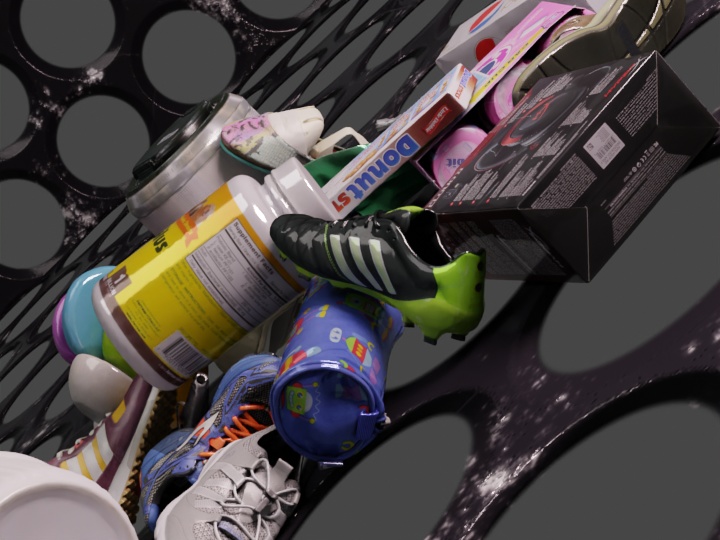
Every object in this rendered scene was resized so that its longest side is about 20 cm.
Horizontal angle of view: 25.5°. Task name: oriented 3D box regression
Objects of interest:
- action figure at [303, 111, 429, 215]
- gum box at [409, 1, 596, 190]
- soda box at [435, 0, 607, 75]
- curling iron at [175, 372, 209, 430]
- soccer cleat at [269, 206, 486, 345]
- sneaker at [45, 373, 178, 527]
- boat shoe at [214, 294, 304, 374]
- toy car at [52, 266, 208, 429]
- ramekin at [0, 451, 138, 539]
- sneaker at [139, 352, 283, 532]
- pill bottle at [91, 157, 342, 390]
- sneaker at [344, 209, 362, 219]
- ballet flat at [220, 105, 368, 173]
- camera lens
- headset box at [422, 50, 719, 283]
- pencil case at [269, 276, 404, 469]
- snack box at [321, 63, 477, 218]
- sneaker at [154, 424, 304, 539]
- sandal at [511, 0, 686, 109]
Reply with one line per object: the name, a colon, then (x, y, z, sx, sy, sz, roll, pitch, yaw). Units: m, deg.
action figure: (0.041, -0.109, 1.487, 0.200, 0.118, 0.055, -32, 43, 10)
gum box: (0.130, -0.150, 1.392, 0.200, 0.066, 0.114, -45, 13, 3)
soda box: (0.165, -0.242, 1.565, 0.200, 0.064, 0.068, -29, 21, 49)
curling iron: (-0.144, 0.119, 1.353, 0.025, 0.050, 0.200, -7, -16, -9)
soccer cleat: (0.014, -0.016, 1.156, 0.067, 0.200, 0.081, -8, -64, -48)
sneaker: (-0.222, 0.158, 1.339, 0.075, 0.090, 0.201, 71, -144, -70)
boat shoe: (-0.082, 0.018, 1.415, 0.060, 0.072, 0.200, -49, -16, -44)
toy car: (-0.215, 0.068, 1.483, 0.175, 0.150, 0.200, -55, -22, -22)
ramekin: (-0.244, 0.230, 1.143, 0.094, 0.203, 0.203, -8, 37, 46)
sneaker: (-0.104, 0.143, 1.252, 0.200, 0.075, 0.079, -47, 20, 27)
pill bottle: (-0.110, -0.001, 1.280, 0.200, 0.109, 0.109, -37, 15, 4)
sneaker: (0.000, 0.000, 1.353, 0.077, 0.076, 0.200, -51, 4, 1)
ballet flat: (-0.039, -0.115, 1.526, 0.071, 0.199, 0.069, -49, 37, 27)
camera lens: (-0.122, -0.064, 1.594, 0.160, 0.200, 0.160, -42, 14, 13)
headset box: (0.138, -0.069, 1.126, 0.149, 0.075, 0.200, -48, 14, -13)
pencil case: (-0.013, 0.064, 1.172, 0.200, 0.087, 0.078, -76, 8, -66)
snack box: (0.019, -0.098, 1.376, 0.200, 0.024, 0.072, -41, 12, 27)
sneaker: (-0.084, 0.160, 1.104, 0.082, 0.075, 0.200, -41, 14, 22)
sandal: (0.188, -0.173, 1.270, 0.057, 0.080, 0.201, 6, 41, 49)
